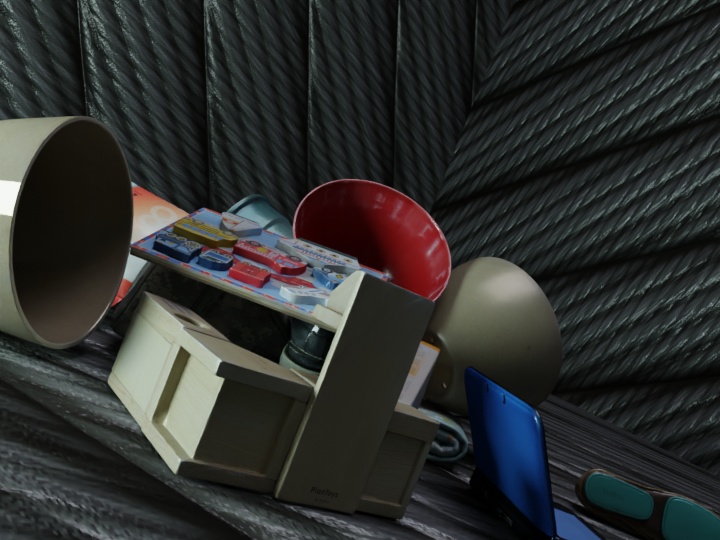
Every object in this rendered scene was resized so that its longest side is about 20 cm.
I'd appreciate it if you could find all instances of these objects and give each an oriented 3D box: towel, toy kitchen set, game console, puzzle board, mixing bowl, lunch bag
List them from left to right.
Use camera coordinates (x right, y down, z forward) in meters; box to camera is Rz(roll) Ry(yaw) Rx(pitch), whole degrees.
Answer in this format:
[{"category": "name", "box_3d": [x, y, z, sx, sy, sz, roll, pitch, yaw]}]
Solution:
[{"category": "lunch bag", "box_3d": [-0.143, 0.046, 0.868, 0.167, 0.140, 0.200, 40, 0, -6]}, {"category": "puzzle board", "box_3d": [-0.080, -0.008, 0.732, 0.197, 0.018, 0.151, 21, 21, 7]}, {"category": "toy kitchen set", "box_3d": [-0.054, 0.065, 0.645, 0.198, 0.165, 0.180, 23, 0, -34]}, {"category": "mixing bowl", "box_3d": [0.000, 0.000, 1.012, 0.198, 0.202, 0.109, 23, -43, -5]}, {"category": "towel", "box_3d": [0.033, 0.163, 0.986, 0.198, 0.049, 0.171, 23, 1, 6]}, {"category": "game console", "box_3d": [0.177, 0.189, 0.769, 0.169, 0.120, 0.200, 22, 1, -11]}]

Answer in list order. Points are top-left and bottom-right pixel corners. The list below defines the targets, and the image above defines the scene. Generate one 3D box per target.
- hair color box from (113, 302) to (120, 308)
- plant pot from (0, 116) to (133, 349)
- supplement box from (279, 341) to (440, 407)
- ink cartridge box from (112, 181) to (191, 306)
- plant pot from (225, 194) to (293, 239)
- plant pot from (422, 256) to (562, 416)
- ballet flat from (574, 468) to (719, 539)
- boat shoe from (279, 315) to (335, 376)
[{"category": "hair color box", "box_3d": [-0.323, -0.021, 1.083, 0.061, 0.103, 0.200, 21, 1, -25]}, {"category": "plant pot", "box_3d": [-0.323, -0.044, 0.697, 0.197, 0.191, 0.187, 8, -2, 12]}, {"category": "supplement box", "box_3d": [-0.002, 0.112, 0.823, 0.125, 0.074, 0.200, 23, 15, 10]}, {"category": "ink cartridge box", "box_3d": [-0.299, -0.039, 0.910, 0.161, 0.051, 0.200, 29, 32, 11]}, {"category": "plant pot", "box_3d": [-0.106, 0.032, 1.131, 0.195, 0.202, 0.200, 31, 2, 13]}, {"category": "plant pot", "box_3d": [0.129, 0.097, 1.023, 0.133, 0.203, 0.199, -17, 27, -37]}, {"category": "ballet flat", "box_3d": [0.352, 0.299, 1.002, 0.197, 0.069, 0.072, 19, -19, 7]}, {"category": "boat shoe", "box_3d": [-0.032, 0.037, 0.770, 0.074, 0.067, 0.200, 22, 16, 2]}]
